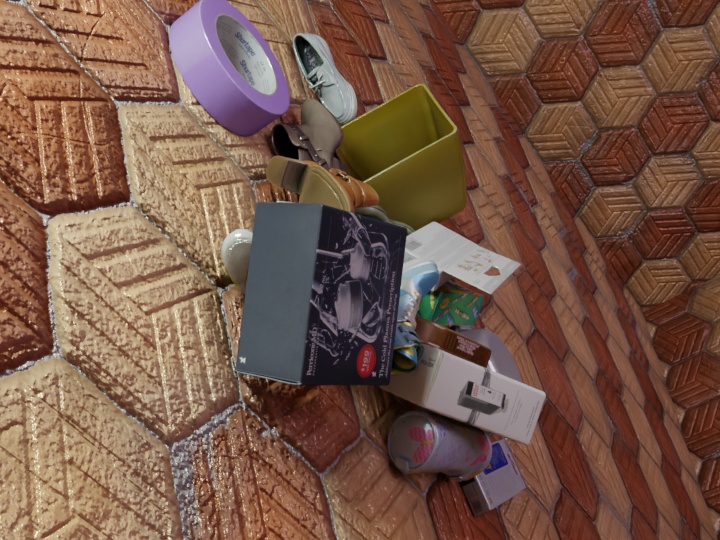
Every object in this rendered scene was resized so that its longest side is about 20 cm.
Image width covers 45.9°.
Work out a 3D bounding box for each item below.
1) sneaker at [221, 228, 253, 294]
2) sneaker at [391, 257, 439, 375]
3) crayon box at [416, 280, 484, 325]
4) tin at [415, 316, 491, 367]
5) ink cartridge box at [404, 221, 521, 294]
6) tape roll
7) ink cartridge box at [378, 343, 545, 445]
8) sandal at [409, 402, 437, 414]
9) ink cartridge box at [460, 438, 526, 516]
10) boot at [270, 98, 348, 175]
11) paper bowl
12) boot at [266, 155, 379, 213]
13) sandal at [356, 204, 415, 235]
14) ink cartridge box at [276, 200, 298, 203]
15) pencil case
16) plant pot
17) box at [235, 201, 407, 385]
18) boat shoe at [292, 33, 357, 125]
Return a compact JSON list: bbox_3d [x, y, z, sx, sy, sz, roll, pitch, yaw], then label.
[{"bbox_3d":[-0.116,-0.008,1.099,0.200,0.075,0.106,48,13,-44],"label":"sneaker"},{"bbox_3d":[0.065,0.074,1.191,0.130,0.199,0.080,37,-25,36],"label":"sneaker"},{"bbox_3d":[0.119,0.044,1.444,0.118,0.059,0.199,24,8,28],"label":"crayon box"},{"bbox_3d":[0.123,0.109,1.317,0.199,0.111,0.042,26,78,-43],"label":"tin"},{"bbox_3d":[0.156,-0.009,1.397,0.175,0.045,0.200,29,23,16],"label":"ink cartridge box"},{"bbox_3d":[-0.192,-0.304,1.271,0.200,0.065,0.202,46,28,-33],"label":"tape roll"},{"bbox_3d":[0.145,0.174,1.245,0.198,0.084,0.146,23,-6,-26],"label":"ink cartridge box"},{"bbox_3d":[0.098,0.167,1.340,0.208,0.059,0.079,56,24,-11],"label":"sandal"},{"bbox_3d":[0.218,0.342,1.422,0.199,0.037,0.096,4,59,-60],"label":"ink cartridge box"},{"bbox_3d":[-0.090,-0.213,1.380,0.145,0.070,0.202,10,49,-54],"label":"boot"},{"bbox_3d":[0.212,0.185,1.503,0.201,0.104,0.202,44,28,-31],"label":"paper bowl"},{"bbox_3d":[-0.028,-0.108,1.231,0.154,0.074,0.200,12,22,-43],"label":"boot"},{"bbox_3d":[0.035,-0.056,1.450,0.200,0.079,0.058,30,53,-52],"label":"sandal"},{"bbox_3d":[-0.032,-0.036,1.249,0.162,0.050,0.200,39,13,18],"label":"ink cartridge box"},{"bbox_3d":[0.118,0.259,1.249,0.083,0.091,0.199,36,5,35],"label":"pencil case"},{"bbox_3d":[0.083,-0.177,1.520,0.177,0.198,0.201,60,4,-38],"label":"plant pot"},{"bbox_3d":[-0.042,0.033,1.021,0.181,0.103,0.203,9,86,-53],"label":"box"},{"bbox_3d":[-0.074,-0.358,1.588,0.071,0.070,0.203,0,59,-52],"label":"boat shoe"}]
